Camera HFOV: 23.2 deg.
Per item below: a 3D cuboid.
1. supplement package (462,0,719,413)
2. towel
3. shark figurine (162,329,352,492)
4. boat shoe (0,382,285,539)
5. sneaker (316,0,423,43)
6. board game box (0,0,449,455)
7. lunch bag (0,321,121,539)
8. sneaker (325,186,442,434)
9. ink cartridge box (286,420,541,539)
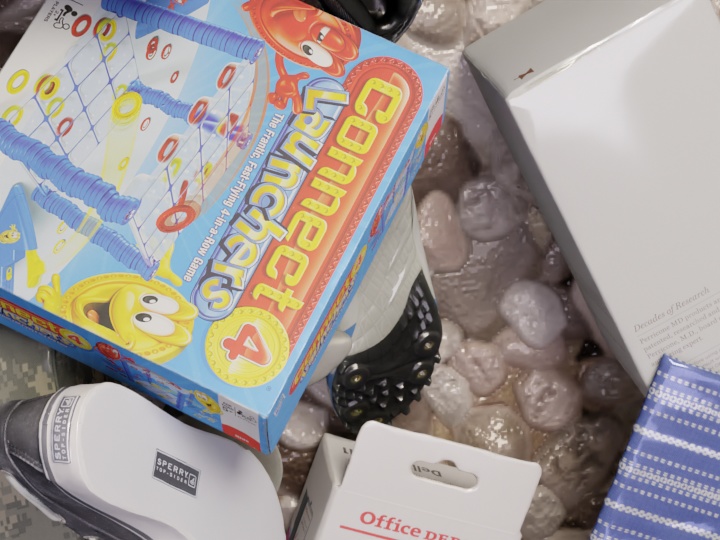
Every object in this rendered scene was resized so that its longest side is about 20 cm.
[{"bbox_3d":[0.155,-0.049,0.935,0.116,0.117,0.201,-28,111,3],"label":"supplement package"},{"bbox_3d":[0.190,0.154,0.941,0.143,0.024,0.202,17,106,-9],"label":"towel"},{"bbox_3d":[-0.096,0.118,0.944,0.127,0.089,0.217,19,101,16],"label":"shark figurine"},{"bbox_3d":[-0.106,0.110,0.850,0.067,0.073,0.200,-4,155,29],"label":"boat shoe"},{"bbox_3d":[-0.015,-0.206,0.860,0.072,0.112,0.202,-24,110,-1],"label":"sneaker"},{"bbox_3d":[-0.085,-0.046,0.844,0.194,0.056,0.201,24,69,9],"label":"board game box"},{"bbox_3d":[-0.213,0.104,0.926,0.165,0.140,0.202,-5,111,4],"label":"lunch bag"},{"bbox_3d":[0.000,0.000,0.963,0.071,0.073,0.202,-16,124,-15],"label":"sneaker"},{"bbox_3d":[0.016,0.171,1.010,0.116,0.067,0.202,16,109,-13],"label":"ink cartridge box"}]
